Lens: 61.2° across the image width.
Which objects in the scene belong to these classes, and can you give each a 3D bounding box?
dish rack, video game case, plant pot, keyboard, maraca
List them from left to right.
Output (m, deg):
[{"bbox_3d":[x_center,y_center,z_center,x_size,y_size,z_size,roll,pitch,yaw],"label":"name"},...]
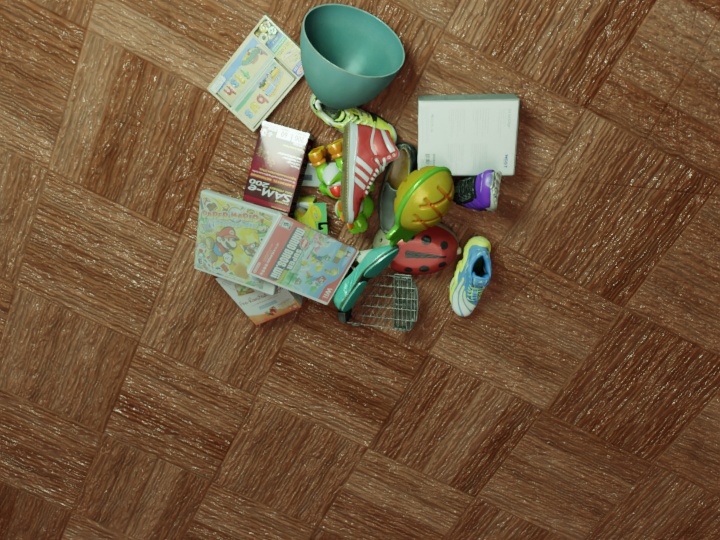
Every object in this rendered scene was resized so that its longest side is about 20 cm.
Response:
[{"bbox_3d":[-0.258,-0.059,1.296,0.199,0.023,0.183,18,113,14],"label":"video game case"},{"bbox_3d":[-0.119,-0.021,1.278,0.200,0.017,0.143,24,105,-30],"label":"video game case"},{"bbox_3d":[-0.117,-0.214,1.349,0.199,0.011,0.056,4,119,3],"label":"keyboard"},{"bbox_3d":[-0.031,-0.394,1.181,0.200,0.201,0.135,24,142,-5],"label":"plant pot"},{"bbox_3d":[0.038,0.062,1.410,0.199,0.055,0.154,6,115,15],"label":"dish rack"},{"bbox_3d":[0.119,-0.128,1.240,0.107,0.137,0.200,50,131,27],"label":"maraca"}]

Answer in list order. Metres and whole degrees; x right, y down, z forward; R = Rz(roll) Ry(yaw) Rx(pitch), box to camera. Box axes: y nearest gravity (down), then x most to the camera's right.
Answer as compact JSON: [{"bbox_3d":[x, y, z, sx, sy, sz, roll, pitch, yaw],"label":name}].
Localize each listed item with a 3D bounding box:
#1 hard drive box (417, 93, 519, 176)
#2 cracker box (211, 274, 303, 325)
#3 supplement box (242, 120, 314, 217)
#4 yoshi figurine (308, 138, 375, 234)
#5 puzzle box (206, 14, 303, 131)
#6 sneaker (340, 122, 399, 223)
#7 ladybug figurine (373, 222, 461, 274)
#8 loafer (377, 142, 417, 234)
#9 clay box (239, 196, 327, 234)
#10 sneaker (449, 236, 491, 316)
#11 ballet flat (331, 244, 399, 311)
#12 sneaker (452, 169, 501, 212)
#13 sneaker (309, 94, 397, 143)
[{"bbox_3d":[0.217,-0.278,1.253,0.199,0.077,0.156,1,114,5],"label":"hard drive box"},{"bbox_3d":[-0.240,0.024,1.407,0.134,0.058,0.200,-23,122,21],"label":"cracker box"},{"bbox_3d":[-0.178,-0.206,1.298,0.108,0.061,0.201,16,98,3],"label":"supplement box"},{"bbox_3d":[-0.029,-0.180,1.314,0.112,0.112,0.201,-28,108,-16],"label":"yoshi figurine"},{"bbox_3d":[-0.208,-0.405,1.265,0.133,0.025,0.200,41,111,-13],"label":"puzzle box"},{"bbox_3d":[0.019,-0.193,1.231,0.112,0.071,0.201,2,95,-15],"label":"sneaker"},{"bbox_3d":[0.126,-0.048,1.363,0.199,0.072,0.136,1,113,5],"label":"ladybug figurine"},{"bbox_3d":[0.073,-0.172,1.293,0.072,0.072,0.201,8,101,8],"label":"loafer"},{"bbox_3d":[-0.172,-0.108,1.377,0.199,0.048,0.115,1,116,3],"label":"clay box"},{"bbox_3d":[0.246,0.028,1.366,0.075,0.105,0.201,8,113,2],"label":"sneaker"},{"bbox_3d":[0.000,0.000,1.334,0.070,0.067,0.200,48,110,22],"label":"ballet flat"},{"bbox_3d":[0.230,-0.160,1.246,0.099,0.200,0.070,9,85,8],"label":"sneaker"},{"bbox_3d":[-0.018,-0.304,1.263,0.199,0.076,0.076,24,112,-7],"label":"sneaker"}]
